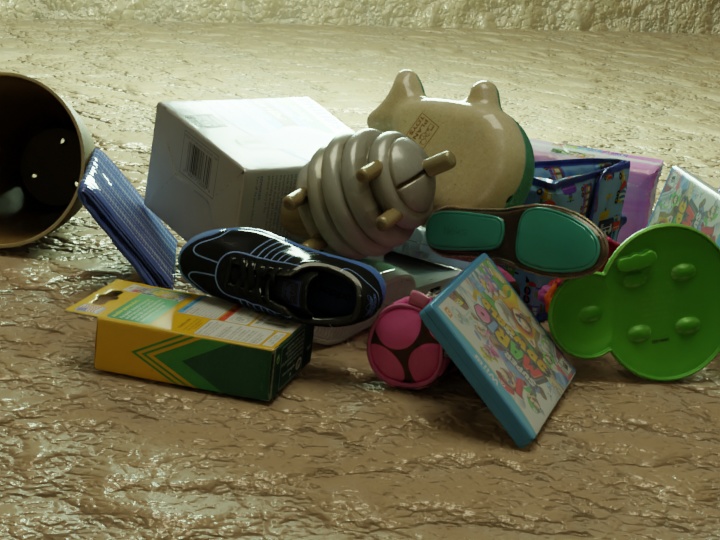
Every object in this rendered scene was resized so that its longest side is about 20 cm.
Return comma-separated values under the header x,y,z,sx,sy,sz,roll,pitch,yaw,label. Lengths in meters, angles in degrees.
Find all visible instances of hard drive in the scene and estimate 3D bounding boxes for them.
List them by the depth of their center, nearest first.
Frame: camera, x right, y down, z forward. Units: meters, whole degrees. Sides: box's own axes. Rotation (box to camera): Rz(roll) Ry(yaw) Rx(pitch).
x,y,z,sx,sy,sz,roll,pitch,yaw,label
0.000,0.000,1.899,0.199,0.027,0.131,17,19,33,hard drive

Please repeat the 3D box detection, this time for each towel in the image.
x,y,z,sx,sy,sz,roll,pitch,yaw,label
-0.244,-0.051,1.834,0.024,0.145,0.200,-36,15,6,towel

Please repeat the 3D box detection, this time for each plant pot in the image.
x,y,z,sx,sy,sz,roll,pitch,yaw,label
-0.368,-0.120,1.962,0.185,0.188,0.200,8,3,9,plant pot

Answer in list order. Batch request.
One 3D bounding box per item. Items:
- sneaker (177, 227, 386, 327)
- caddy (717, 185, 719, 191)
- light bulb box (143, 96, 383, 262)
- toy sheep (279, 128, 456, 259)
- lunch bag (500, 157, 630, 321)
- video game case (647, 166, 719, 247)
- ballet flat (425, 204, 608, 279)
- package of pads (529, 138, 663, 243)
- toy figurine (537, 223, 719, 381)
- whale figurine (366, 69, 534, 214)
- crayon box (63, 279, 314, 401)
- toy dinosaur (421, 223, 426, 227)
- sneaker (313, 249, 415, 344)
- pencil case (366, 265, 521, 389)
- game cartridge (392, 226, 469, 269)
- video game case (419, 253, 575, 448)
x,y,z,sx,sy,sz,roll,pitch,yaw,label
-0.077,0.006,1.578,0.198,0.071,0.078,9,10,10,sneaker
0.461,-0.028,1.910,0.199,0.142,0.105,23,11,-4,caddy
-0.096,-0.093,1.867,0.199,0.126,0.198,-6,29,-35,light bulb box
0.006,-0.075,1.702,0.199,0.139,0.138,-13,5,30,toy sheep
0.222,-0.042,1.891,0.094,0.152,0.199,19,21,39,lunch bag
0.345,-0.022,1.856,0.018,0.144,0.200,18,12,-15,video game case
0.157,-0.030,1.659,0.199,0.069,0.067,13,-1,34,ballet flat
0.264,-0.088,2.127,0.198,0.122,0.076,10,21,14,package of pads
0.243,0.028,1.737,0.198,0.152,0.184,-10,7,-17,toy figurine
0.095,-0.123,1.789,0.200,0.160,0.103,41,12,36,whale figurine
-0.154,0.061,1.578,0.198,0.052,0.126,10,16,13,crayon box
0.141,-0.051,2.039,0.135,0.086,0.200,-14,36,-32,toy dinosaur
-0.047,0.018,1.725,0.118,0.074,0.200,21,14,33,sneaker
0.085,0.047,1.636,0.090,0.095,0.200,12,16,23,pencil case
0.047,-0.037,1.964,0.133,0.041,0.199,19,-1,-43,game cartridge
0.126,0.066,1.548,0.018,0.144,0.200,-37,0,22,video game case
